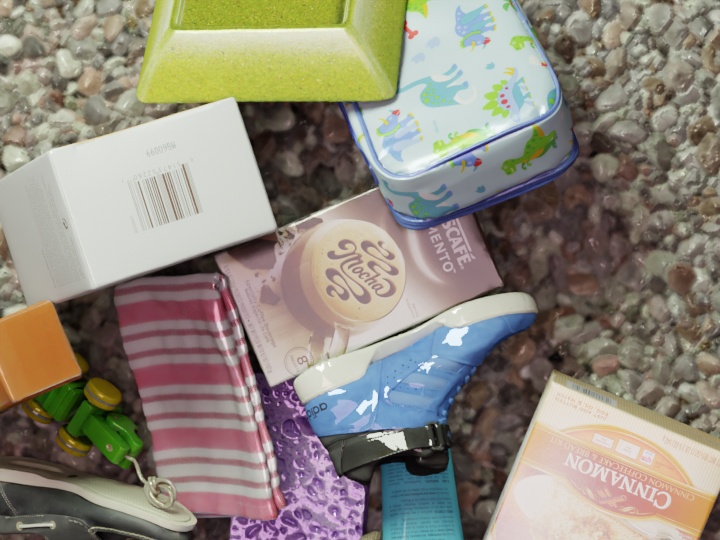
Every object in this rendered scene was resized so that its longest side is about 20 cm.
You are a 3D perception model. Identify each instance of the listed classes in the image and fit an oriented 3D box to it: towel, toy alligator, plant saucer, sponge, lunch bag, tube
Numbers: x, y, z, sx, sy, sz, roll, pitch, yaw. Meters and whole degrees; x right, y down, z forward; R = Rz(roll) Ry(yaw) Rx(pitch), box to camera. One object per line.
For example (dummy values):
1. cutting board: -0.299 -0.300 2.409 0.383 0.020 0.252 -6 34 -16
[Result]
1. towel: -0.131 0.101 1.697 0.146 0.030 0.201 -7 100 50
2. toy alligator: -0.208 0.122 1.732 0.200 0.054 0.059 40 107 20
3. plant saucer: -0.065 -0.217 1.640 0.199 0.048 0.201 0 52 9
4. sponge: -0.048 0.184 1.743 0.111 0.030 0.201 5 95 7
5. lunch bag: 0.065 -0.133 1.626 0.160 0.083 0.200 -23 47 2
6. tube: 0.047 0.182 1.685 0.077 0.050 0.201 -5 72 1

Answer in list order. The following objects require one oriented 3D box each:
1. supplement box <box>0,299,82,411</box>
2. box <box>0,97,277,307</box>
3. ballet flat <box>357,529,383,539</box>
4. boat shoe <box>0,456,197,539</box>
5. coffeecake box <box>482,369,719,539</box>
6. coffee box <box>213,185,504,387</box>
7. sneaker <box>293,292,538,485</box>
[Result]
1. supplement box: -0.291 0.081 1.684 0.069 0.200 0.067 -24 90 -30
2. box: -0.177 -0.048 1.632 0.152 0.200 0.107 -19 92 -24
3. ballet flat: 0.039 0.304 1.723 0.068 0.075 0.201 -2 97 48
4. boat shoe: -0.220 0.200 1.732 0.199 0.072 0.068 9 94 25
5. coffeecake box: 0.183 0.202 1.693 0.153 0.073 0.201 22 97 4
6. coffee box: 0.000 0.000 1.684 0.199 0.080 0.113 -24 90 0
7. sneaker: 0.059 0.097 1.649 0.199 0.077 0.112 -21 80 -14
